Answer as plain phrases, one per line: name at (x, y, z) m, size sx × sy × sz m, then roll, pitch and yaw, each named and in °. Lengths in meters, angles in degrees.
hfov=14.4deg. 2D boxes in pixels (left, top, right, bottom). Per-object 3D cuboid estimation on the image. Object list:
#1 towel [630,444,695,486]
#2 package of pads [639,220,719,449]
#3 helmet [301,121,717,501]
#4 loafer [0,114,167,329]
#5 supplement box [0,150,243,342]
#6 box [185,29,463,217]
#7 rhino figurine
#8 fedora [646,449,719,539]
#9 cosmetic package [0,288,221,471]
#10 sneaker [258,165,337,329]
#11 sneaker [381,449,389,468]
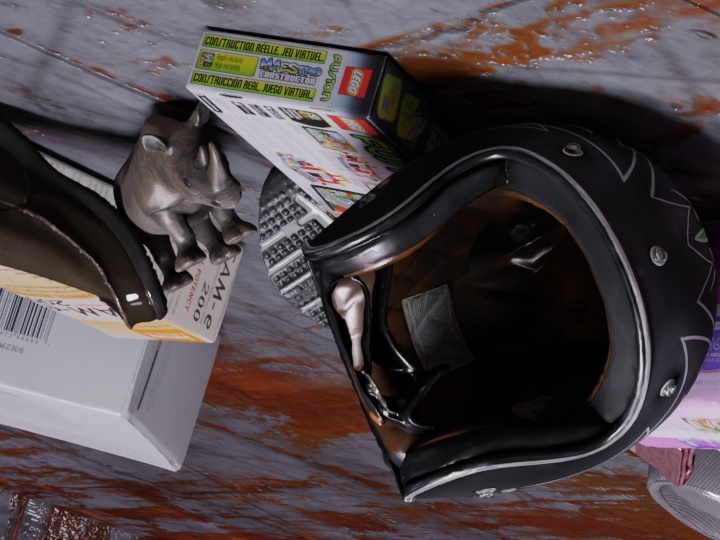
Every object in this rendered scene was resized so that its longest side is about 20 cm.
towel at (0.130, 0.059, 1.794) m, size 0.200 × 0.023 × 0.144 m, roll 38°, pitch 172°, yaw 12°
package of pads at (0.213, 0.033, 1.489) m, size 0.076 × 0.121 × 0.200 m, roll 28°, pitch 164°, yaw -29°
helmet at (0.083, 0.016, 1.439) m, size 0.191 × 0.200 × 0.200 m, roll -22°, pitch 166°, yaw -3°
loafer at (-0.195, -0.021, 1.729) m, size 0.200 × 0.071 × 0.073 m, roll 38°, pitch 160°, yaw 30°
supplement box at (-0.197, -0.018, 1.908) m, size 0.200 × 0.074 × 0.126 m, roll 25°, pitch 165°, yaw -35°
box at (-0.001, -0.069, 1.529) m, size 0.110 × 0.035 × 0.200 m, roll 10°, pitch 166°, yaw 26°
rhino figurine at (-0.104, -0.048, 1.657) m, size 0.087 × 0.060 × 0.200 m, roll 61°, pitch 165°, yaw 4°
fedora at (0.272, 0.140, 1.935) m, size 0.200 × 0.090 × 0.177 m, roll 25°, pitch 165°, yaw -33°
cosmetic package at (-0.230, 0.053, 2.141) m, size 0.199 × 0.123 × 0.200 m, roll 14°, pitch 166°, yaw 12°
sneaker at (0.000, 0.000, 1.713) m, size 0.074 × 0.080 × 0.200 m, roll -24°, pitch 127°, yaw 17°
sneaker at (0.086, 0.061, 1.661) m, size 0.114 × 0.076 × 0.199 m, roll 9°, pitch 141°, yaw -23°
